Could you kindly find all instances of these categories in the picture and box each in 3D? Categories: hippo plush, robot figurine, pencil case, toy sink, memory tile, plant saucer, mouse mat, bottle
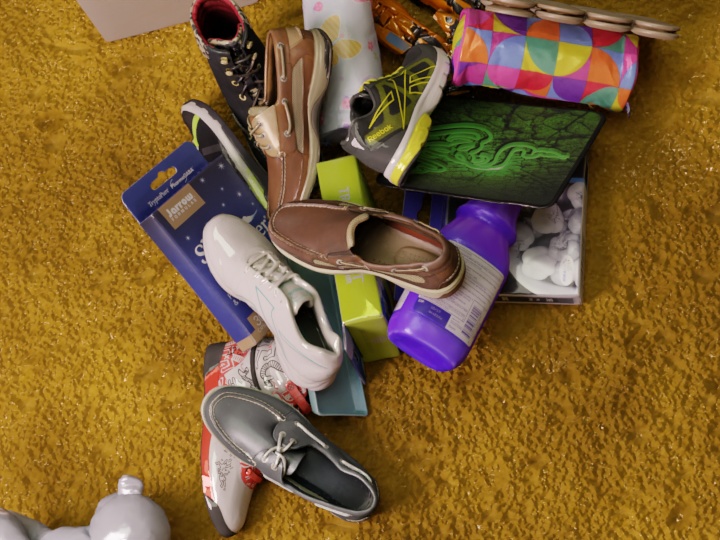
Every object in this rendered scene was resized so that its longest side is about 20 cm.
[{"bbox_3d":[-0.269,0.259,1.288,0.160,0.200,0.160,-38,87,-12],"label":"hippo plush"},{"bbox_3d":[0.088,-0.271,1.476,0.200,0.058,0.145,39,84,23],"label":"robot figurine"},{"bbox_3d":[-0.017,-0.237,1.441,0.082,0.091,0.202,-9,86,13],"label":"pencil case"},{"bbox_3d":[-0.231,-0.367,1.550,0.198,0.130,0.113,-13,66,9],"label":"toy sink"},{"bbox_3d":[0.191,-0.214,1.384,0.198,0.088,0.089,12,71,-2],"label":"pencil case"},{"bbox_3d":[0.221,-0.263,1.380,0.198,0.153,0.017,9,104,-4],"label":"memory tile"},{"bbox_3d":[-0.040,0.054,1.371,0.019,0.070,0.202,-30,64,41],"label":"plant saucer"},{"bbox_3d":[0.132,-0.123,1.355,0.198,0.008,0.161,9,45,30],"label":"mouse mat"},{"bbox_3d":[0.102,-0.003,1.311,0.083,0.065,0.201,33,70,-13],"label":"bottle"}]

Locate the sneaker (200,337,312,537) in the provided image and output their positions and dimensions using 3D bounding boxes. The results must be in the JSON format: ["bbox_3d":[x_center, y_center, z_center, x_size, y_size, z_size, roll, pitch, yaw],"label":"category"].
[{"bbox_3d":[-0.100,0.160,1.344,0.107,0.067,0.203,-9,64,12],"label":"sneaker"}]

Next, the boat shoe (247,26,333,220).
[{"bbox_3d":[-0.081,-0.151,1.374,0.073,0.076,0.202,7,90,-22],"label":"boat shoe"}]

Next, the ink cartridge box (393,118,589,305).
[{"bbox_3d":[0.135,-0.063,1.392,0.198,0.043,0.200,0,69,14],"label":"ink cartridge box"}]

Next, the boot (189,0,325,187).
[{"bbox_3d":[-0.114,-0.190,1.438,0.073,0.154,0.205,-29,66,0],"label":"boot"}]

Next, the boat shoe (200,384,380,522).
[{"bbox_3d":[-0.064,0.174,1.290,0.199,0.062,0.073,36,80,-5],"label":"boat shoe"}]

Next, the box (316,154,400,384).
[{"bbox_3d":[0.000,0.000,1.354,0.047,0.122,0.202,-12,67,6],"label":"box"}]

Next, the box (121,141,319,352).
[{"bbox_3d":[-0.141,-0.032,1.365,0.200,0.032,0.121,51,49,-8],"label":"box"}]

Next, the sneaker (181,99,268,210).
[{"bbox_3d":[-0.154,-0.102,1.458,0.083,0.072,0.200,-38,66,-2],"label":"sneaker"}]

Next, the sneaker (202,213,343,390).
[{"bbox_3d":[-0.078,0.019,1.303,0.070,0.080,0.201,-34,82,-27],"label":"sneaker"}]

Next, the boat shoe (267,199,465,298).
[{"bbox_3d":[0.001,-0.034,1.258,0.201,0.075,0.075,12,73,19],"label":"boat shoe"}]

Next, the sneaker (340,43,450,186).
[{"bbox_3d":[0.035,-0.176,1.363,0.084,0.075,0.201,25,43,-9],"label":"sneaker"}]
